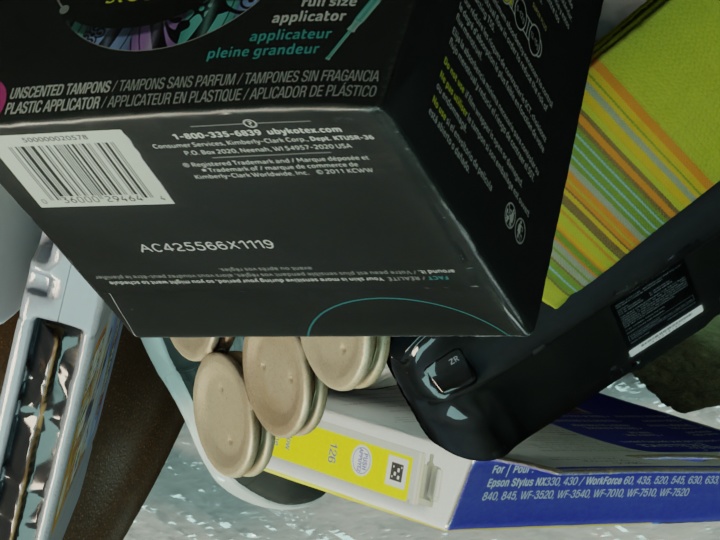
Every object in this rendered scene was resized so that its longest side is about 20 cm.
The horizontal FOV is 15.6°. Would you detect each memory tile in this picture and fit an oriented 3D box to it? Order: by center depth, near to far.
[{"bbox_3d":[-0.048,-0.030,1.006,0.017,0.200,0.153,-8,161,-30],"label":"memory tile"}]

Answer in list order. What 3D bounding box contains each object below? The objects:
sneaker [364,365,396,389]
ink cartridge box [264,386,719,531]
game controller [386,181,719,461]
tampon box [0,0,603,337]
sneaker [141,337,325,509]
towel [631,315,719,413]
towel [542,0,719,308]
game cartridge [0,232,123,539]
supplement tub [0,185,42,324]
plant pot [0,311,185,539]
[{"bbox_3d":[0.000,-0.001,1.052,0.115,0.076,0.200,-4,164,-39],"label":"sneaker"},{"bbox_3d":[0.080,0.083,1.134,0.198,0.047,0.200,4,-171,-41],"label":"ink cartridge box"},{"bbox_3d":[0.103,-0.002,0.991,0.200,0.042,0.104,-32,150,-3],"label":"game controller"},{"bbox_3d":[-0.014,-0.095,0.846,0.150,0.200,0.126,-2,147,26],"label":"tampon box"},{"bbox_3d":[-0.028,0.060,1.262,0.099,0.071,0.200,5,146,27],"label":"sneaker"},{"bbox_3d":[0.147,0.002,1.114,0.148,0.037,0.200,-13,142,42],"label":"towel"},{"bbox_3d":[0.120,-0.069,0.901,0.200,0.018,0.086,-39,135,10],"label":"towel"},{"bbox_3d":[-0.130,0.047,1.141,0.042,0.133,0.200,17,116,3],"label":"game cartridge"},{"bbox_3d":[-0.245,-0.036,1.122,0.200,0.140,0.140,0,148,26],"label":"supplement tub"},{"bbox_3d":[-0.190,0.111,1.297,0.187,0.200,0.187,11,152,6],"label":"plant pot"}]
